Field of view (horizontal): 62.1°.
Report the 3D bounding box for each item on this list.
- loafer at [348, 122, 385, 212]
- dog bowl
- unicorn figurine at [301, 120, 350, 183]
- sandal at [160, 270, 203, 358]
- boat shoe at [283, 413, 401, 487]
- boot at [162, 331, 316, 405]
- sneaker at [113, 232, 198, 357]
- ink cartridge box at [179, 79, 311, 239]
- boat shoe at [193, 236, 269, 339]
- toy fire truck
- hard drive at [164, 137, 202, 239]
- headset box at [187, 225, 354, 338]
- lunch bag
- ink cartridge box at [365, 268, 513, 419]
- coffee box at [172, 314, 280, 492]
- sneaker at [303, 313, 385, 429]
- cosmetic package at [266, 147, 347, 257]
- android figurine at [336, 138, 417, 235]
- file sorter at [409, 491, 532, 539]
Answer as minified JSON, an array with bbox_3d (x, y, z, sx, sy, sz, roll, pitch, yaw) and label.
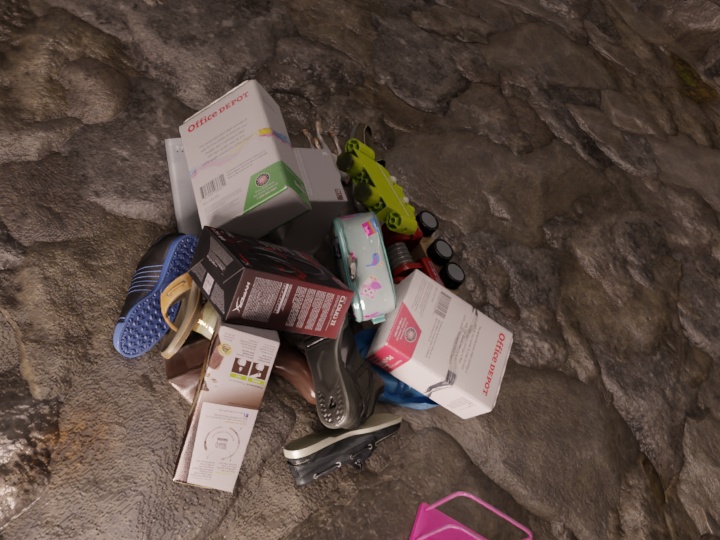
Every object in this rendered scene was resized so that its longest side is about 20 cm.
[{"bbox_3d":[0.020,-0.208,1.192,0.068,0.075,0.204,-10,65,15],"label":"loafer"},{"bbox_3d":[0.064,0.168,0.986,0.196,0.050,0.113,15,53,-15],"label":"dog bowl"},{"bbox_3d":[-0.068,-0.202,1.128,0.198,0.073,0.140,-9,76,-54],"label":"unicorn figurine"},{"bbox_3d":[-0.253,0.027,0.851,0.053,0.080,0.204,22,65,-23],"label":"sandal"},{"bbox_3d":[-0.018,0.263,0.875,0.196,0.074,0.068,-10,91,-39],"label":"boat shoe"},{"bbox_3d":[-0.172,0.160,0.872,0.198,0.065,0.187,-23,62,-36],"label":"boot"},{"bbox_3d":[-0.312,0.033,0.894,0.070,0.077,0.203,47,60,-41],"label":"sneaker"},{"bbox_3d":[-0.172,-0.155,0.882,0.087,0.143,0.203,36,30,-63],"label":"ink cartridge box"},{"bbox_3d":[-0.183,0.029,0.913,0.062,0.073,0.202,35,51,-7],"label":"boat shoe"},{"bbox_3d":[0.058,-0.005,1.070,0.197,0.129,0.179,-3,59,-38],"label":"toy fire truck"},{"bbox_3d":[-0.239,-0.118,0.986,0.137,0.033,0.205,-9,88,-21],"label":"hard drive"},{"bbox_3d":[-0.114,0.019,0.820,0.197,0.076,0.148,15,15,-39],"label":"headset box"},{"bbox_3d":[0.000,0.000,0.920,0.075,0.200,0.164,-10,89,-4],"label":"lunch bag"},{"bbox_3d":[0.128,0.119,0.948,0.198,0.084,0.146,33,58,-10],"label":"ink cartridge box"},{"bbox_3d":[-0.173,0.160,0.772,0.078,0.113,0.204,17,96,-15],"label":"coffee box"},{"bbox_3d":[-0.024,0.135,0.890,0.114,0.075,0.203,28,43,-56],"label":"sneaker"},{"bbox_3d":[-0.104,-0.097,0.987,0.088,0.201,0.108,-6,59,-28],"label":"cosmetic package"},{"bbox_3d":[0.035,-0.135,1.004,0.199,0.041,0.184,14,43,-60],"label":"android figurine"},{"bbox_3d":[0.135,0.425,0.797,0.137,0.126,0.202,30,50,-3],"label":"file sorter"}]
